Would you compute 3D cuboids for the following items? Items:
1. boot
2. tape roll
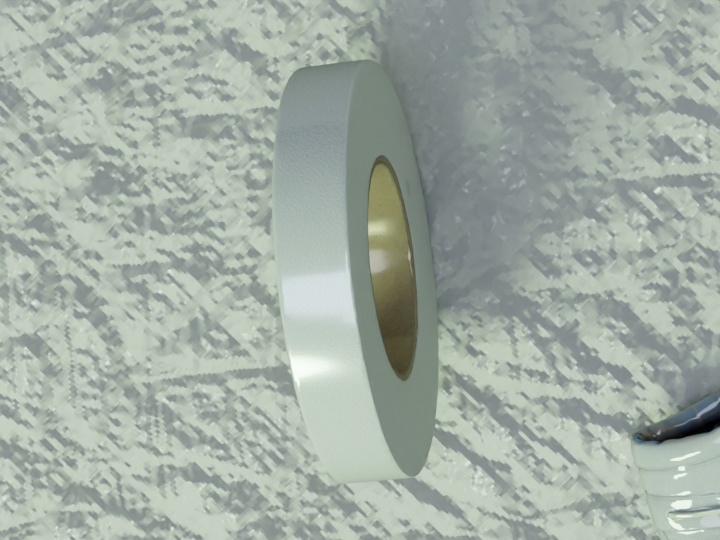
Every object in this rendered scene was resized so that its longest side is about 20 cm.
[{"bbox_3d":[0.232,0.089,1.224,0.199,0.074,0.096,-20,103,15],"label":"boot"},{"bbox_3d":[0.000,0.000,1.190,0.037,0.203,0.204,-7,99,12],"label":"tape roll"}]
